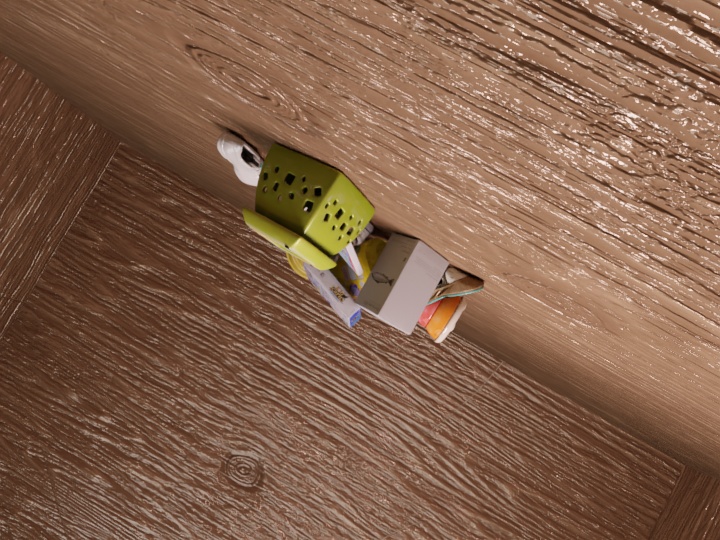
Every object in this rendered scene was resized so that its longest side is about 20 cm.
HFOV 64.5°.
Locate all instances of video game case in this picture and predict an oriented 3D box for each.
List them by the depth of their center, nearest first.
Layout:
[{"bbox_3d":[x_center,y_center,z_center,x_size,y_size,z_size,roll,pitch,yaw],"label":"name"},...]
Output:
[{"bbox_3d":[-0.067,-0.091,1.385,0.200,0.017,0.144,48,168,39],"label":"video game case"},{"bbox_3d":[-0.071,0.057,1.498,0.182,0.045,0.200,48,171,9],"label":"video game case"}]

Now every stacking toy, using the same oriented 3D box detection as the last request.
[{"bbox_3d":[0.176,0.088,1.559,0.199,0.147,0.146,33,176,5],"label":"stacking toy"}]

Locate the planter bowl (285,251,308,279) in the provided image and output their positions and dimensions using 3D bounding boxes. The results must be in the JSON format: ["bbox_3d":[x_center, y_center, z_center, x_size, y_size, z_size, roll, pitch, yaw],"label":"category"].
[{"bbox_3d":[-0.130,-0.066,1.748,0.199,0.202,0.083,30,180,-8],"label":"planter bowl"}]

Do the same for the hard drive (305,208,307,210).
[{"bbox_3d":[-0.155,-0.165,1.416,0.201,0.027,0.132,58,171,-23],"label":"hard drive"}]

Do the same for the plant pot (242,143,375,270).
[{"bbox_3d":[-0.117,-0.123,1.215,0.198,0.183,0.200,28,174,29],"label":"plant pot"}]

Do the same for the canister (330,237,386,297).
[{"bbox_3d":[0.000,0.000,1.550,0.199,0.086,0.150,-10,101,54],"label":"canister"}]

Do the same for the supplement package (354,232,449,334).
[{"bbox_3d":[0.098,0.030,1.372,0.117,0.201,0.117,32,174,-33],"label":"supplement package"}]

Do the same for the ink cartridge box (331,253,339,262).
[{"bbox_3d":[-0.169,-0.089,1.529,0.159,0.048,0.200,19,-170,-43],"label":"ink cartridge box"}]

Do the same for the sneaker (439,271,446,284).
[{"bbox_3d":[0.173,0.004,1.505,0.199,0.060,0.104,31,-179,33],"label":"sneaker"}]

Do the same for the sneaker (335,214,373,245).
[{"bbox_3d":[-0.042,-0.124,1.410,0.073,0.071,0.200,25,173,47],"label":"sneaker"}]

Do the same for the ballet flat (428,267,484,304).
[{"bbox_3d":[0.216,0.034,1.419,0.199,0.067,0.073,-21,90,52],"label":"ballet flat"}]

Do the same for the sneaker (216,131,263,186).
[{"bbox_3d":[-0.265,-0.258,1.393,0.088,0.076,0.200,22,170,28],"label":"sneaker"}]
